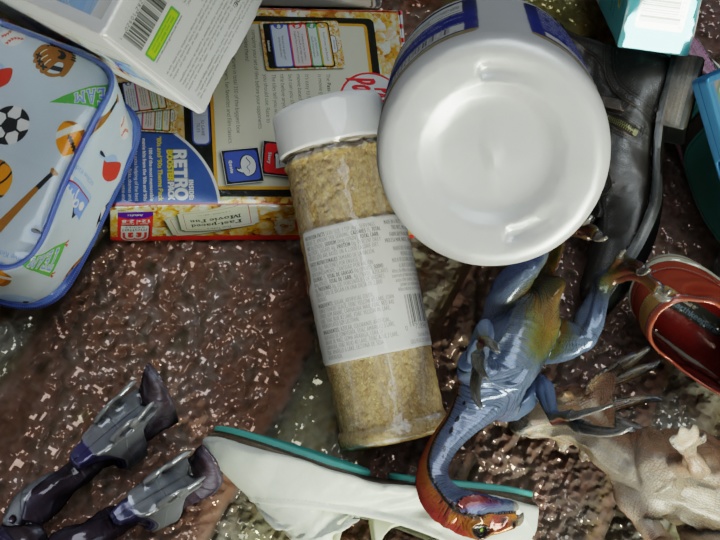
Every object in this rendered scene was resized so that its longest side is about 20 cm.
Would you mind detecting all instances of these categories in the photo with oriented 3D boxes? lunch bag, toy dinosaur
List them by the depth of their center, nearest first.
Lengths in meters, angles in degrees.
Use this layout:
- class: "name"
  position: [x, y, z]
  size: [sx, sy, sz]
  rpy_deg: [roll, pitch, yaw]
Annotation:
- class: "toy dinosaur"
  position: [0.092, 0.059, 0.721]
  size: [0.105, 0.200, 0.182]
  rpy_deg: [41, 90, -9]
- class: "lunch bag"
  position: [-0.241, -0.068, 0.743]
  size: [0.197, 0.076, 0.162]
  rpy_deg: [17, 72, 13]
- class: "toy dinosaur"
  position: [0.191, 0.118, 0.755]
  size: [0.199, 0.086, 0.136]
  rpy_deg: [32, 16, -16]

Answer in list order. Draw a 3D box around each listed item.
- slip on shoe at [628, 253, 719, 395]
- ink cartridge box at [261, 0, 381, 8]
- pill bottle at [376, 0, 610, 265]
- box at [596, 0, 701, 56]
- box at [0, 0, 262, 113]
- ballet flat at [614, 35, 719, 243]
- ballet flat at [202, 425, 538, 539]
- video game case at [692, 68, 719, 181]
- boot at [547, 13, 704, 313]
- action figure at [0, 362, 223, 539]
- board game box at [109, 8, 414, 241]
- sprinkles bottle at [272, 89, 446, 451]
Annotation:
- class: "slip on shoe"
  position: [0.251, 0.064, 0.778]
  size: [0.199, 0.074, 0.061]
  rpy_deg: [33, 27, -2]
- class: "ink cartridge box"
  position: [-0.044, -0.284, 0.880]
  size: [0.143, 0.085, 0.202]
  rpy_deg: [4, 60, 13]
- class: "pill bottle"
  position: [0.072, -0.090, 0.718]
  size: [0.118, 0.121, 0.200]
  rpy_deg: [18, 20, -2]
- class: "box"
  position: [0.188, -0.224, 0.864]
  size: [0.048, 0.083, 0.201]
  rpy_deg: [6, 31, -4]
- class: "box"
  position: [-0.163, -0.192, 0.764]
  size: [0.199, 0.101, 0.114]
  rpy_deg: [26, 85, 32]
- class: "ballet flat"
  position: [0.247, -0.102, 0.882]
  size: [0.070, 0.069, 0.202]
  rpy_deg: [-10, 64, -36]
- class: "ballet flat"
  position: [0.003, 0.138, 0.718]
  size: [0.197, 0.070, 0.070]
  rpy_deg: [13, 62, -5]
- class: "video game case"
  position: [0.298, -0.049, 0.828]
  size: [0.142, 0.018, 0.203]
  rpy_deg: [-24, 100, -25]
- class: "boot"
  position: [0.123, -0.083, 0.847]
  size: [0.172, 0.069, 0.202]
  rpy_deg: [17, 79, 14]
- class: "action figure"
  position: [-0.173, 0.140, 0.677]
  size: [0.199, 0.069, 0.131]
  rpy_deg: [-36, 80, -21]
- class: "board game box"
  position: [-0.064, -0.097, 0.824]
  size: [0.197, 0.046, 0.154]
  rpy_deg: [0, 64, -11]
- class: "sprinkles bottle"
  position: [0.000, 0.000, 0.744]
  size: [0.067, 0.068, 0.203]
  rpy_deg: [-10, 85, -15]
